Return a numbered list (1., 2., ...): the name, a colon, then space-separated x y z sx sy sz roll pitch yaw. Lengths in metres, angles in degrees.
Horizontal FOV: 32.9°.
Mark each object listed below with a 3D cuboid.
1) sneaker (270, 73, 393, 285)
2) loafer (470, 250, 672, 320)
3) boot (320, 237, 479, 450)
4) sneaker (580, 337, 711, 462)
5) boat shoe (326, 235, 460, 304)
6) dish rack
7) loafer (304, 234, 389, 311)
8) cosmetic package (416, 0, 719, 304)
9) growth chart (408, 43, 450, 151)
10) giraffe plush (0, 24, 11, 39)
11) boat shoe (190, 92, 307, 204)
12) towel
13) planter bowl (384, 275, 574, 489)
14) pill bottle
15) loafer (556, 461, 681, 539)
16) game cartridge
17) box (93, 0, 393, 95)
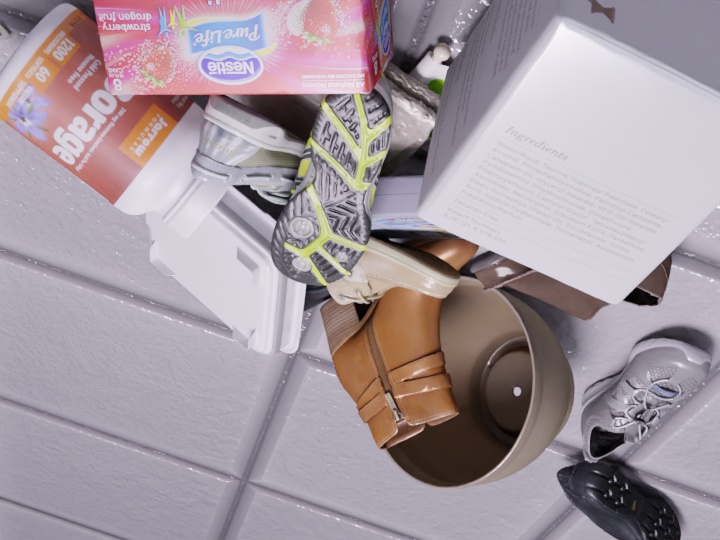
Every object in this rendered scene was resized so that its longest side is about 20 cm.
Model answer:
1. sneaker: -0.014 -0.071 0.956 0.075 0.077 0.200 23 127 -3
2. loafer: 0.185 0.005 1.015 0.199 0.071 0.073 -3 170 -25
3. boot: 0.059 0.062 1.130 0.074 0.155 0.200 5 146 -48
4. sneaker: 0.285 0.136 1.222 0.075 0.082 0.200 22 146 -7
5. boat shoe: 0.000 0.000 1.085 0.200 0.065 0.072 17 -176 36
6. dish rack: -0.136 -0.013 1.143 0.200 0.043 0.172 40 147 23
7. loafer: -0.042 -0.003 1.199 0.200 0.073 0.072 -24 161 37
8. cosmetic package: 0.161 -0.118 0.825 0.166 0.168 0.200 24 139 -10
9. growth chart: 0.117 -0.114 1.003 0.199 0.018 0.145 22 147 -6
10. giraffe plush: -0.412 -0.136 1.074 0.200 0.163 0.173 -15 134 39
11. boat shoe: -0.085 -0.088 0.961 0.074 0.065 0.202 28 -178 8
12. towel: -0.037 -0.151 0.993 0.200 0.035 0.132 34 143 -13
13. planter bowl: 0.124 0.114 1.191 0.200 0.201 0.135 -16 161 39
14. pill bottle: -0.201 -0.120 1.023 0.200 0.112 0.112 38 142 -11
15. loafer: 0.309 0.281 1.441 0.200 0.068 0.070 38 160 -32
16. game cartridge: 0.072 -0.051 1.016 0.199 0.042 0.133 1 178 27
17. box: -0.082 -0.187 0.876 0.199 0.096 0.100 2 119 12
